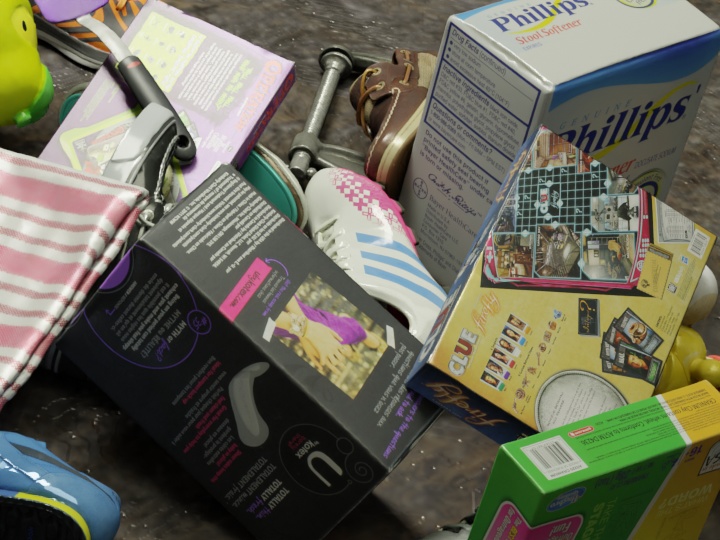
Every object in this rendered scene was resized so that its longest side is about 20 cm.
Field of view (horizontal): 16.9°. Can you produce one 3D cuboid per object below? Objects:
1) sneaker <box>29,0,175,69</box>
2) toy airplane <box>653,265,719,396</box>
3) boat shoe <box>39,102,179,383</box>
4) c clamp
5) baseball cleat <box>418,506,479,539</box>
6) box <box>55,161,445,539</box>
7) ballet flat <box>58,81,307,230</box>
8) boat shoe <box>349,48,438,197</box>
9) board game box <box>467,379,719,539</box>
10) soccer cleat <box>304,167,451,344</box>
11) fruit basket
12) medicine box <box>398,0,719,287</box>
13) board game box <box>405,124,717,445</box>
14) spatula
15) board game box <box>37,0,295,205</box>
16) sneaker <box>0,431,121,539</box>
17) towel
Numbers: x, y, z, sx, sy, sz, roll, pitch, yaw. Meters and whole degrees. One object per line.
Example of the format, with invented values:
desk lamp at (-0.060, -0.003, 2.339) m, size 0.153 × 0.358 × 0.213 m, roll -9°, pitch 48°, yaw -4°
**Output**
sneaker at (-0.206, -0.221, 1.808) m, size 0.200 × 0.112 × 0.078 m, roll 16°, pitch 37°, yaw 1°
toy airplane at (0.219, 0.058, 1.583) m, size 0.200 × 0.141 × 0.199 m, roll 3°, pitch 17°, yaw 5°
boat shoe at (-0.147, -0.017, 1.568) m, size 0.068 × 0.074 × 0.200 m, roll 21°, pitch 58°, yaw 1°
c clamp at (-0.007, -0.116, 1.816) m, size 0.171 × 0.027 × 0.200 m, roll 21°, pitch 37°, yaw 4°
baseball cleat at (0.091, 0.146, 1.460) m, size 0.200 × 0.107 × 0.070 m, roll -2°, pitch -1°, yaw -32°
box at (-0.061, 0.056, 1.454) m, size 0.200 × 0.122 × 0.106 m, roll 44°, pitch 41°, yaw 1°
ballet flat at (-0.118, -0.083, 1.714) m, size 0.200 × 0.070 × 0.069 m, roll 25°, pitch 38°, yaw 12°
boat shoe at (0.024, -0.115, 1.762) m, size 0.072 × 0.072 × 0.200 m, roll 20°, pitch 32°, yaw 5°
board game box at (0.122, 0.163, 1.367) m, size 0.153 × 0.200 × 0.040 m, roll -15°, pitch 47°, yaw -33°
soccer cleat at (0.000, 0.000, 1.636) m, size 0.086 × 0.070 × 0.200 m, roll -9°, pitch 44°, yaw -33°
fruit basket at (-0.287, -0.194, 1.669) m, size 0.215 × 0.156 × 0.216 m, roll 22°, pitch -3°, yaw 1°
medicine box at (0.136, -0.093, 1.697) m, size 0.182 × 0.200 × 0.103 m, roll -21°, pitch 50°, yaw -38°
board game box at (0.125, 0.023, 1.470) m, size 0.135 × 0.035 × 0.200 m, roll 33°, pitch 55°, yaw -6°
spatula at (-0.170, -0.152, 1.662) m, size 0.056 × 0.021 × 0.200 m, roll -24°, pitch 67°, yaw -29°
board game box at (-0.143, -0.085, 1.658) m, size 0.120 × 0.032 × 0.200 m, roll 24°, pitch 66°, yaw 17°
sneaker at (-0.235, 0.119, 1.415) m, size 0.200 × 0.066 × 0.078 m, roll 21°, pitch 26°, yaw 6°
towel at (-0.238, 0.002, 1.503) m, size 0.146 × 0.030 × 0.200 m, roll 15°, pitch 55°, yaw 26°
